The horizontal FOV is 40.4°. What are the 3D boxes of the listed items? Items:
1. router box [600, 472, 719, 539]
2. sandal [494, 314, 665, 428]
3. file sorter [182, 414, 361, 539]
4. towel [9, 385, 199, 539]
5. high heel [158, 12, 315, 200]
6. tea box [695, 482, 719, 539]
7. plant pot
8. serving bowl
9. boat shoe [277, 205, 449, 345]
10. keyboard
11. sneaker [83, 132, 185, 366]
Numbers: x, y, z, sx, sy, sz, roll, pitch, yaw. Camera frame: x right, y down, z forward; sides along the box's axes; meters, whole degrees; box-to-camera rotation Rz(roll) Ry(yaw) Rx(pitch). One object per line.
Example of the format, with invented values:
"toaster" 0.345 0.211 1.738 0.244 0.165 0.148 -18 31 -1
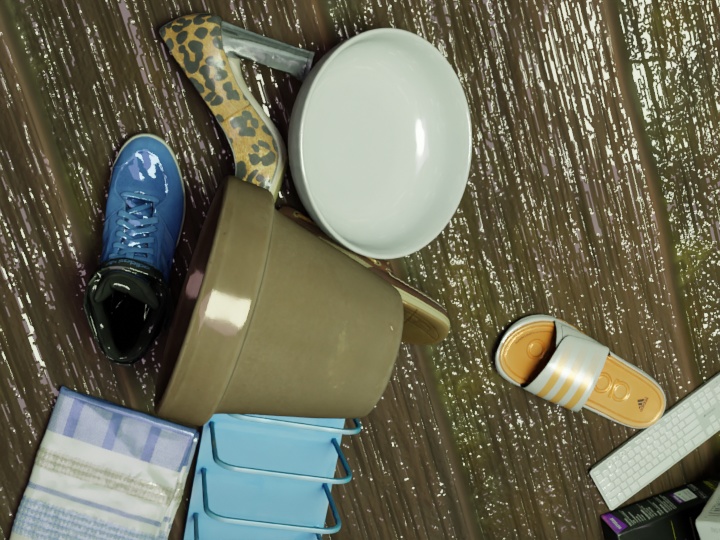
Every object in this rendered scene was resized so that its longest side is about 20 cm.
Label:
"router box" 0.355 0.341 1.059 0.146 0.051 0.204 -16 101 -7
"sandal" 0.236 0.108 0.994 0.203 0.059 0.081 23 94 -14
"file sorter" -0.084 0.211 0.909 0.136 0.123 0.204 9 99 -13
"towel" -0.248 0.226 0.932 0.144 0.024 0.204 18 93 -12
"high heel" -0.133 -0.123 0.887 0.140 0.071 0.204 16 97 -2
"tea box" 0.458 0.279 0.984 0.199 0.132 0.200 -35 108 -39
"plant pot" -0.062 0.044 0.812 0.171 0.200 0.204 18 95 -15
"serving bowl" 0.011 -0.115 0.893 0.197 0.065 0.205 -6 100 -36
"boat shoe" 0.000 0.000 0.920 0.197 0.073 0.073 25 56 0
"keyboard" 0.336 0.179 1.051 0.198 0.011 0.057 -35 104 -4
"sneaker" -0.195 -0.017 0.859 0.075 0.111 0.204 10 96 -13
